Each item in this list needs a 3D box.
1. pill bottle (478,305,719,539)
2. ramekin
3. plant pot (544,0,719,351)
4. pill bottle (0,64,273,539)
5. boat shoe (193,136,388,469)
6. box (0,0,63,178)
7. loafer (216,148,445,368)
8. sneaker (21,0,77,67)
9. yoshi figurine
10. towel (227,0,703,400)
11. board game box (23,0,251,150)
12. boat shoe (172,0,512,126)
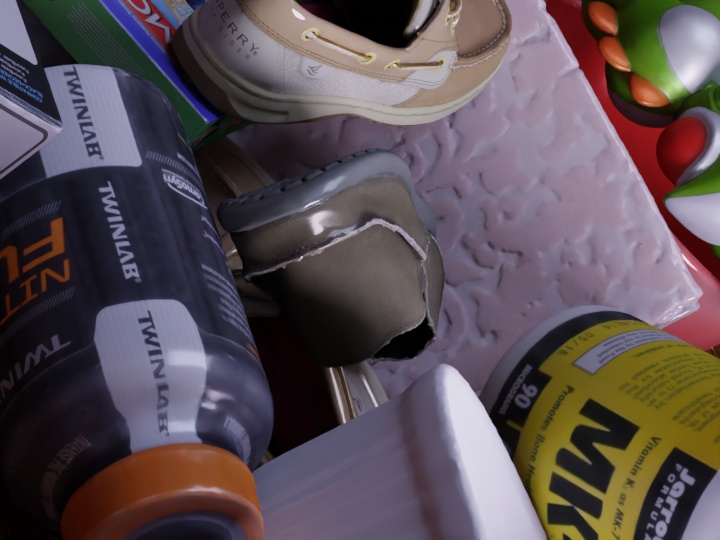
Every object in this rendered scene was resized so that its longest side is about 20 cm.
[{"bbox_3d":[0.146,0.098,1.142,0.114,0.115,0.200,35,-5,-41],"label":"pill bottle"},{"bbox_3d":[0.027,0.146,1.058,0.200,0.097,0.201,-22,90,-83],"label":"ramekin"},{"bbox_3d":[0.085,-0.013,1.394,0.200,0.177,0.201,44,22,-24],"label":"plant pot"},{"bbox_3d":[-0.094,0.027,1.032,0.106,0.106,0.200,31,29,-46],"label":"pill bottle"},{"bbox_3d":[-0.050,0.018,1.194,0.200,0.074,0.069,55,14,1],"label":"boat shoe"},{"bbox_3d":[-0.193,-0.103,1.012,0.060,0.116,0.200,32,28,-50],"label":"box"},{"bbox_3d":[0.000,0.000,1.122,0.200,0.075,0.070,20,52,-72],"label":"loafer"},{"bbox_3d":[-0.148,-0.144,1.238,0.116,0.074,0.200,58,21,2],"label":"sneaker"},{"bbox_3d":[0.186,-0.070,1.318,0.200,0.112,0.112,60,5,22],"label":"yoshi figurine"},{"bbox_3d":[0.030,-0.019,1.264,0.192,0.199,0.032,62,0,14],"label":"towel"},{"bbox_3d":[-0.115,-0.139,1.178,0.200,0.029,0.135,49,22,3],"label":"board game box"},{"bbox_3d":[0.009,-0.107,1.174,0.200,0.066,0.074,-16,66,-52],"label":"boat shoe"}]
